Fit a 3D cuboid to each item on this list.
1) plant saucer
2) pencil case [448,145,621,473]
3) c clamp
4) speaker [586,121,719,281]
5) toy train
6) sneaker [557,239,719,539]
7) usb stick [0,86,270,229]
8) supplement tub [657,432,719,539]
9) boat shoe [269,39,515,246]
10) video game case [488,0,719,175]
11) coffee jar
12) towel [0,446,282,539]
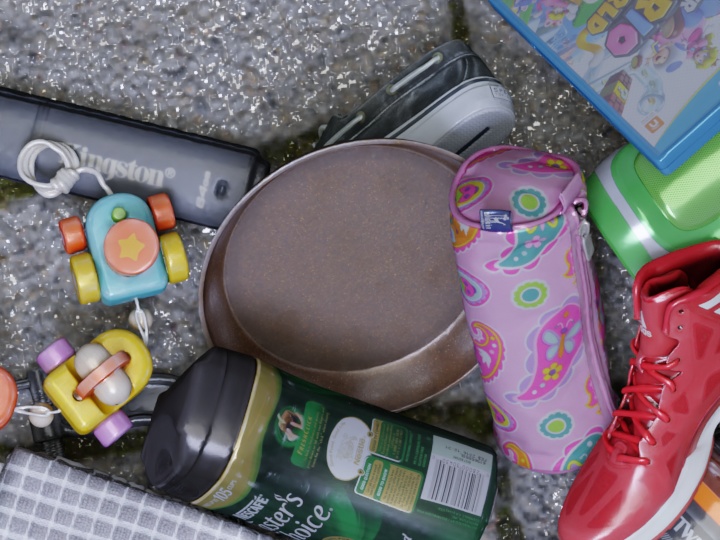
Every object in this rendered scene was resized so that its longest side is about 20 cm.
[{"bbox_3d":[0.000,0.000,1.692,0.199,0.035,0.201,-6,125,-8],"label":"plant saucer"},{"bbox_3d":[0.104,0.023,1.659,0.087,0.088,0.201,-10,126,2],"label":"pencil case"},{"bbox_3d":[-0.156,0.148,1.746,0.170,0.027,0.201,-18,86,-3],"label":"c clamp"},{"bbox_3d":[0.227,-0.073,1.654,0.200,0.088,0.089,-35,87,7],"label":"speaker"},{"bbox_3d":[-0.185,0.023,1.682,0.150,0.056,0.201,25,77,-4],"label":"toy train"},{"bbox_3d":[0.161,0.065,1.627,0.078,0.116,0.200,24,73,46],"label":"sneaker"},{"bbox_3d":[-0.156,-0.069,1.744,0.199,0.033,0.056,14,91,2],"label":"usb stick"},{"bbox_3d":[0.186,0.172,1.687,0.107,0.107,0.200,45,91,3],"label":"supplement tub"},{"bbox_3d":[0.004,-0.063,1.723,0.200,0.072,0.071,-34,55,11],"label":"boat shoe"},{"bbox_3d":[0.178,-0.158,1.677,0.143,0.018,0.200,-41,46,1],"label":"video game case"},{"bbox_3d":[-0.026,0.115,1.674,0.199,0.104,0.086,21,68,-13],"label":"coffee jar"},{"bbox_3d":[-0.149,0.208,1.685,0.199,0.086,0.166,18,84,0],"label":"towel"}]
